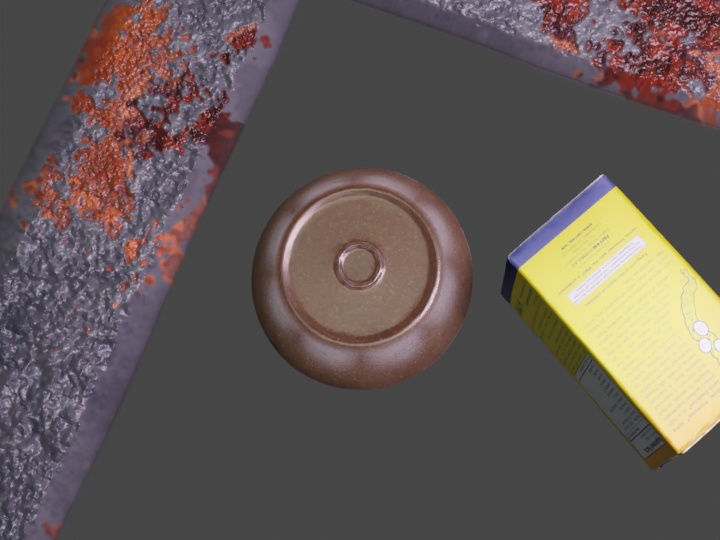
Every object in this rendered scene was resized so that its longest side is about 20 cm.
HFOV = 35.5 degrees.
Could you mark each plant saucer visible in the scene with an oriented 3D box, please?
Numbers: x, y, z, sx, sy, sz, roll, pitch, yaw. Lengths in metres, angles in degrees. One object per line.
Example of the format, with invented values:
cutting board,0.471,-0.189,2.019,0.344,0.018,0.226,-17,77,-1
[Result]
plant saucer,0.000,0.000,0.977,0.196,0.037,0.204,-1,74,3

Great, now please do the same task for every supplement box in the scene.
supplement box,0.218,0.045,0.910,0.109,0.109,0.201,-38,75,-7
